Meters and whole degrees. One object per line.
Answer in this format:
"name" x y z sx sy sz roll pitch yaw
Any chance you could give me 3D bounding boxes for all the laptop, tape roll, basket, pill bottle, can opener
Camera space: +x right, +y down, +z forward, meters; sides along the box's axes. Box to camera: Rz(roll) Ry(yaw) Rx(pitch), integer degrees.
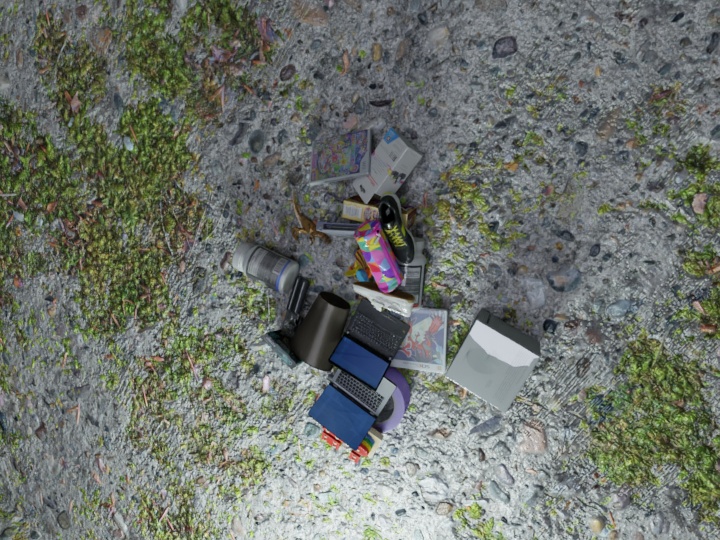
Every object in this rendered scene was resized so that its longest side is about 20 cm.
"laptop" -0.024 0.393 1.579 0.186 0.116 0.202 34 110 9
"tape roll" 0.056 0.406 1.660 0.196 0.085 0.205 4 102 18
"basket" -0.119 0.183 1.649 0.180 0.135 0.203 37 108 37
"laptop" 0.027 0.222 1.575 0.175 0.103 0.203 30 108 6
"pill bottle" -0.309 -0.013 1.684 0.197 0.114 0.116 24 108 13
"can opener" -0.210 0.121 1.717 0.053 0.067 0.204 21 97 26
"pill bottle" 0.136 0.007 1.529 0.113 0.116 0.205 8 103 17

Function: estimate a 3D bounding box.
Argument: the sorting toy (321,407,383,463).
"sorting toy" -0.040 0.535 1.673 0.198 0.070 0.200 32 146 11

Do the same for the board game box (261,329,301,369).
"board game box" -0.239 0.249 1.672 0.135 0.200 0.028 45 91 6

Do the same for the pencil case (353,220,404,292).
"pencil case" 0.052 -0.039 1.412 0.087 0.089 0.202 -15 121 21

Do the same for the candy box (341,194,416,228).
"candy box" 0.056 -0.169 1.518 0.196 0.117 0.058 13 110 17

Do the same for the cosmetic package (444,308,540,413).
"cosmetic package" 0.381 0.256 1.492 0.198 0.123 0.202 31 110 12

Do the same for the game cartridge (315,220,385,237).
"game cartridge" -0.017 -0.119 1.533 0.197 0.129 0.039 6 91 32

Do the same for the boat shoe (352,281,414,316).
"boat shoe" 0.059 0.084 1.483 0.197 0.070 0.071 19 111 30

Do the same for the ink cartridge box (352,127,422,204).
"ink cartridge box" 0.073 -0.287 1.487 0.201 0.067 0.116 -52 44 21

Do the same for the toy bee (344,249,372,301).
"toy bee" 0.000 0.000 1.582 0.108 0.129 0.203 37 124 34

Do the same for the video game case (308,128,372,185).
"video game case" -0.060 -0.334 1.535 0.196 0.018 0.146 -5 71 25

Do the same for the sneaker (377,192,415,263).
"sneaker" 0.089 -0.108 1.413 0.073 0.085 0.203 -19 98 24

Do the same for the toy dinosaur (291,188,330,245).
"toy dinosaur" -0.179 -0.145 1.650 0.106 0.060 0.200 -43 91 -2

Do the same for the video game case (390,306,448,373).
"video game case" 0.179 0.211 1.608 0.178 0.023 0.205 4 103 19
